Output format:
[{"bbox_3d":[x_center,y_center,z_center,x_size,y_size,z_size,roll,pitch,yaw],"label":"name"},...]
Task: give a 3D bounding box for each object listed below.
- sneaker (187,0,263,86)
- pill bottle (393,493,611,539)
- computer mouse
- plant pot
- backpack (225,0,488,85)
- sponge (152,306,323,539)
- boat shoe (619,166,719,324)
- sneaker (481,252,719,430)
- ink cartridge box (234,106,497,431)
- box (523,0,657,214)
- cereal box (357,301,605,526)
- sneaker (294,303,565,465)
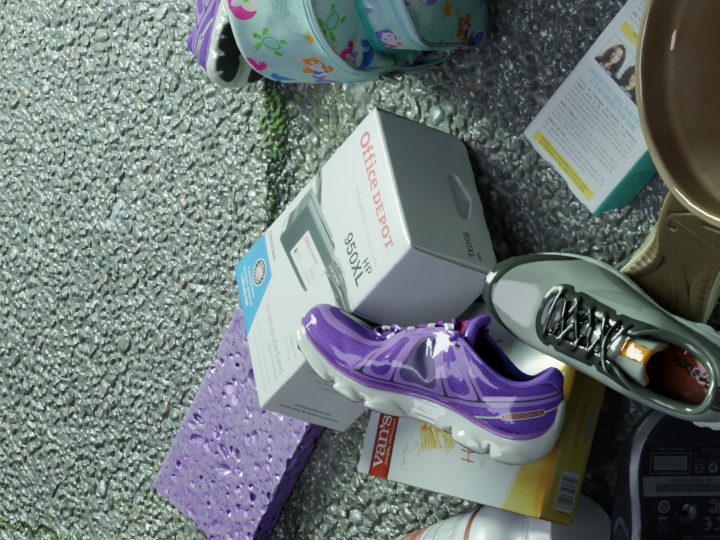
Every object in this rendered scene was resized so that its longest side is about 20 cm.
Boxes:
[{"bbox_3d":[-0.095,-0.244,1.610,0.083,0.081,0.200,39,118,40],"label":"sneaker"},{"bbox_3d":[0.093,0.233,1.537,0.200,0.112,0.112,-27,82,39],"label":"pill bottle"},{"bbox_3d":[0.209,0.180,1.447,0.053,0.138,0.200,-150,67,-73],"label":"computer mouse"},{"bbox_3d":[0.267,-0.124,1.280,0.201,0.093,0.201,8,99,55],"label":"plant pot"},{"bbox_3d":[-0.006,-0.218,1.470,0.150,0.200,0.178,-1,98,38],"label":"backpack"},{"bbox_3d":[-0.095,0.137,1.720,0.112,0.030,0.200,41,121,25],"label":"sponge"},{"bbox_3d":[0.223,-0.007,1.419,0.072,0.065,0.200,36,138,17],"label":"boat shoe"},{"bbox_3d":[0.169,0.042,1.378,0.200,0.079,0.074,25,99,22],"label":"sneaker"},{"bbox_3d":[0.000,0.000,1.549,0.200,0.084,0.145,-47,40,34],"label":"ink cartridge box"},{"bbox_3d":[0.202,-0.137,1.417,0.082,0.049,0.200,51,125,19],"label":"box"},{"bbox_3d":[0.088,0.096,1.507,0.200,0.039,0.144,7,81,49],"label":"cereal box"},{"bbox_3d":[0.052,0.060,1.430,0.200,0.081,0.084,21,107,17],"label":"sneaker"}]
